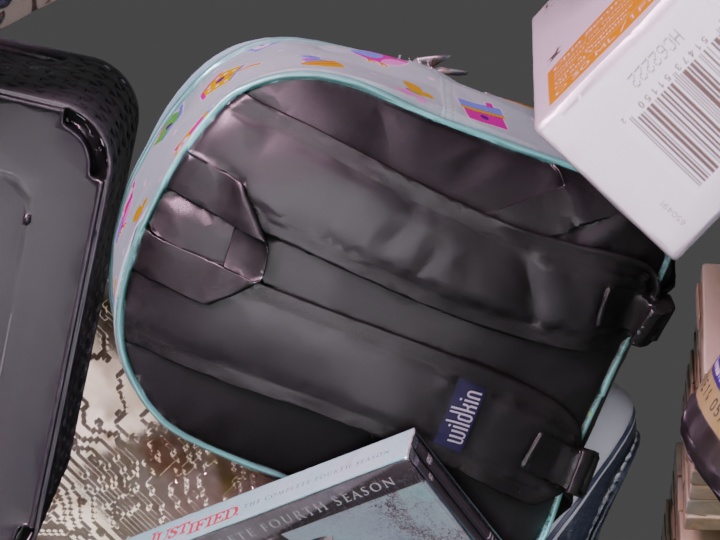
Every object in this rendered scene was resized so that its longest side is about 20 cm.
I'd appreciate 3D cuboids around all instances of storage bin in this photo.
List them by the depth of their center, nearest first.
[{"bbox_3d":[-0.176,0.008,1.131,0.134,0.094,0.201,13,105,-1],"label":"storage bin"}]

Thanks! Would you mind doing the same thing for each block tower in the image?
[{"bbox_3d":[0.153,0.083,1.103,0.057,0.054,0.201,1,140,2],"label":"block tower"}]

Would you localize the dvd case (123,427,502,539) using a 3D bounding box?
[{"bbox_3d":[0.015,0.158,1.093,0.145,0.022,0.200,-22,119,27],"label":"dvd case"}]

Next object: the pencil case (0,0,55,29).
[{"bbox_3d":[-0.155,-0.130,1.050,0.199,0.089,0.078,-30,141,-24],"label":"pencil case"}]

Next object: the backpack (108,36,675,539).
[{"bbox_3d":[0.000,0.000,1.086,0.199,0.153,0.176,19,106,-19],"label":"backpack"}]

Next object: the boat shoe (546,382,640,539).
[{"bbox_3d":[0.079,0.147,1.166,0.091,0.071,0.201,31,100,-8],"label":"boat shoe"}]

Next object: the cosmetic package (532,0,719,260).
[{"bbox_3d":[0.122,-0.086,1.033,0.071,0.200,0.101,42,103,-8],"label":"cosmetic package"}]

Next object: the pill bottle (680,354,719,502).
[{"bbox_3d":[0.200,0.002,0.898,0.112,0.112,0.201,30,108,-6],"label":"pill bottle"}]
